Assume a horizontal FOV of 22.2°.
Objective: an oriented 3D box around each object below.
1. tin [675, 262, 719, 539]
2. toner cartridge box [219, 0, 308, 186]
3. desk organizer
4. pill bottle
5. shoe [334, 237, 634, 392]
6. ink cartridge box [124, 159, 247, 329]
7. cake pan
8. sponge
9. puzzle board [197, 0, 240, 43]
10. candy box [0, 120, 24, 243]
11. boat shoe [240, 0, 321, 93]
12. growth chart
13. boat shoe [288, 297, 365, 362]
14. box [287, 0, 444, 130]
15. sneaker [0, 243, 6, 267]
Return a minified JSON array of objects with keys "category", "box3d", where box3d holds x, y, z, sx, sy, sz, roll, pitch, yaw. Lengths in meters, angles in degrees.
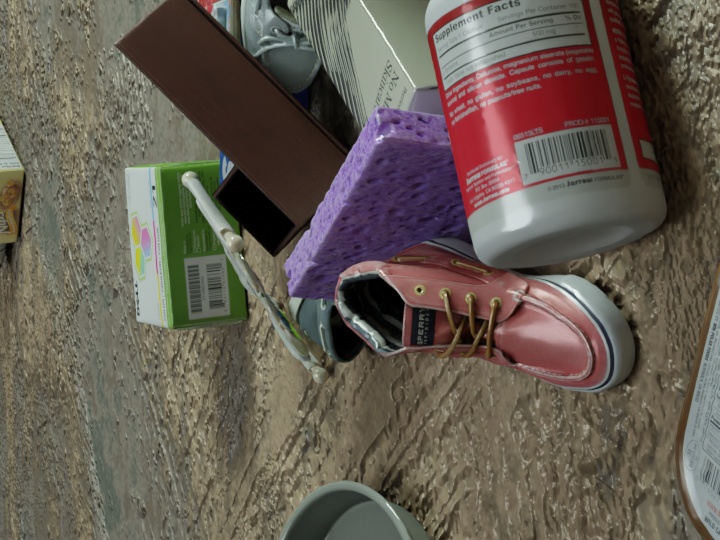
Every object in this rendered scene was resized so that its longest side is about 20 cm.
[{"category":"tin","box3d":[0.214,0.067,0.937,0.112,0.042,0.201,44,135,48]},{"category":"toner cartridge box","box3d":[-0.080,-0.155,1.506,0.095,0.043,0.201,32,124,58]},{"category":"desk organizer","box3d":[-0.102,-0.113,1.404,0.200,0.077,0.072,45,151,-1]},{"category":"pill bottle","box3d":[0.100,-0.110,1.048,0.112,0.112,0.201,145,116,-62]},{"category":"shoe","box3d":[0.072,0.034,1.136,0.200,0.091,0.072,26,123,48]},{"category":"ink cartridge box","box3d":[-0.182,-0.026,1.719,0.200,0.075,0.149,5,100,64]},{"category":"cake pan","box3d":[-0.002,0.261,1.391,0.200,0.037,0.201,-12,74,51]},{"category":"sponge","box3d":[0.030,-0.038,1.214,0.200,0.111,0.030,123,145,-54]},{"category":"puzzle board","box3d":[-0.121,-0.252,1.499,0.200,0.017,0.151,-159,68,-77]},{"category":"candy box","box3d":[-0.492,-0.138,2.385,0.200,0.055,0.116,56,144,44]},{"category":"boat shoe","box3d":[-0.041,-0.215,1.367,0.065,0.074,0.202,-107,30,-52]},{"category":"growth chart","box3d":[-0.084,0.010,1.468,0.145,0.018,0.200,52,174,45]},{"category":"boat shoe","box3d":[0.000,0.000,1.355,0.062,0.073,0.200,57,149,20]},{"category":"box","box3d":[0.020,-0.157,1.260,0.200,0.068,0.082,-119,33,-41]},{"category":"sneaker","box3d":[-0.526,-0.072,2.455,0.200,0.073,0.071,57,141,43]}]
